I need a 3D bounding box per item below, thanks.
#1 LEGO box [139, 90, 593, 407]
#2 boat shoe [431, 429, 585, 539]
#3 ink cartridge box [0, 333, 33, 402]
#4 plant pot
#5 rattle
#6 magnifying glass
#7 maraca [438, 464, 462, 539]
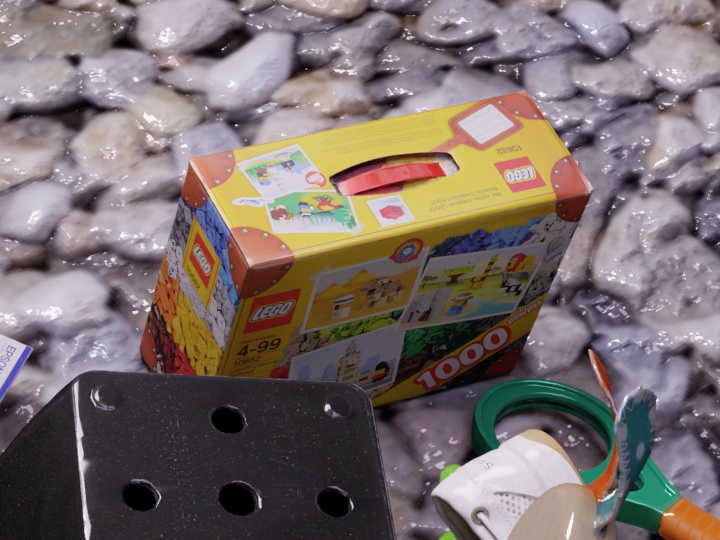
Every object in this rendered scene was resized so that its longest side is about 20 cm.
[{"bbox_3d":[0.000,0.000,1.279,0.199,0.149,0.077,-13,54,-28],"label":"LEGO box"},{"bbox_3d":[0.091,0.170,1.065,0.069,0.071,0.201,-23,75,-17],"label":"boat shoe"},{"bbox_3d":[-0.272,0.039,1.232,0.199,0.037,0.095,21,45,5],"label":"ink cartridge box"},{"bbox_3d":[-0.071,0.152,1.099,0.199,0.178,0.201,4,47,-16],"label":"plant pot"},{"bbox_3d":[0.106,0.154,0.994,0.142,0.130,0.201,29,72,-1],"label":"rattle"},{"bbox_3d":[0.143,0.117,1.287,0.200,0.022,0.079,31,41,27],"label":"magnifying glass"},{"bbox_3d":[0.069,0.177,1.169,0.107,0.137,0.200,-24,32,20],"label":"maraca"}]
